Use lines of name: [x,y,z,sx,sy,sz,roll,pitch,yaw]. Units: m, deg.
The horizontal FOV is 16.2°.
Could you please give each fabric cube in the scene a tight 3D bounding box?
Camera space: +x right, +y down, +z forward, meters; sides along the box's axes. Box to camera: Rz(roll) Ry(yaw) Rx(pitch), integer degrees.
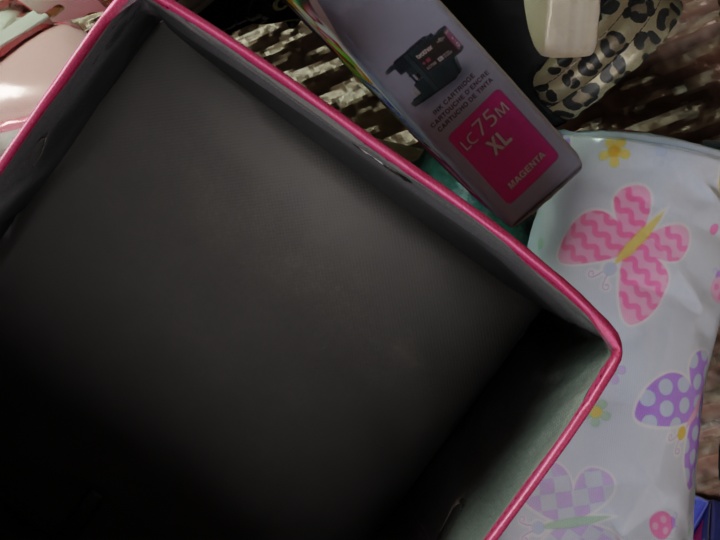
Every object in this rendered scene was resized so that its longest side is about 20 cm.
fabric cube: [-0.051,0.038,0.869,0.196,0.199,0.200,36,92,-3]

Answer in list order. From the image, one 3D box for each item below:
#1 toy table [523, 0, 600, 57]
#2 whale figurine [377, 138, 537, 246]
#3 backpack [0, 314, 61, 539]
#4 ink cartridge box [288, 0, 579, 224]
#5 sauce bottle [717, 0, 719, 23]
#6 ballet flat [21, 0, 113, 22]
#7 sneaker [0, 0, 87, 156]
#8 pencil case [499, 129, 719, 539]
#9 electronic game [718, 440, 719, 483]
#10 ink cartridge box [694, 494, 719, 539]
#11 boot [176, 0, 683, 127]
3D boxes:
toy table: [0.062,-0.182,0.882,0.183,0.117,0.201,-14,115,-9]
whale figurine: [0.000,0.000,1.086,0.200,0.104,0.159,36,126,-14]
backpack: [-0.191,0.070,1.055,0.199,0.126,0.168,-14,90,30]
ink cartridge box: [-0.013,-0.109,0.891,0.042,0.119,0.200,-42,115,1]
sauce bottle: [0.176,-0.092,1.008,0.064,0.065,0.201,-8,125,16]
ballet flat: [-0.107,-0.127,0.945,0.070,0.200,0.071,-4,109,-11]
sneaker: [-0.179,-0.109,1.018,0.200,0.075,0.105,16,129,39]
pencil case: [0.105,0.042,1.024,0.090,0.083,0.201,8,88,-3]
electronic game: [0.238,0.046,1.065,0.199,0.042,0.201,-18,134,-19]
ink cartridge box: [0.207,0.182,1.234,0.199,0.042,0.120,22,128,-5]
boot: [0.012,-0.101,1.017,0.203,0.074,0.154,-37,113,23]
